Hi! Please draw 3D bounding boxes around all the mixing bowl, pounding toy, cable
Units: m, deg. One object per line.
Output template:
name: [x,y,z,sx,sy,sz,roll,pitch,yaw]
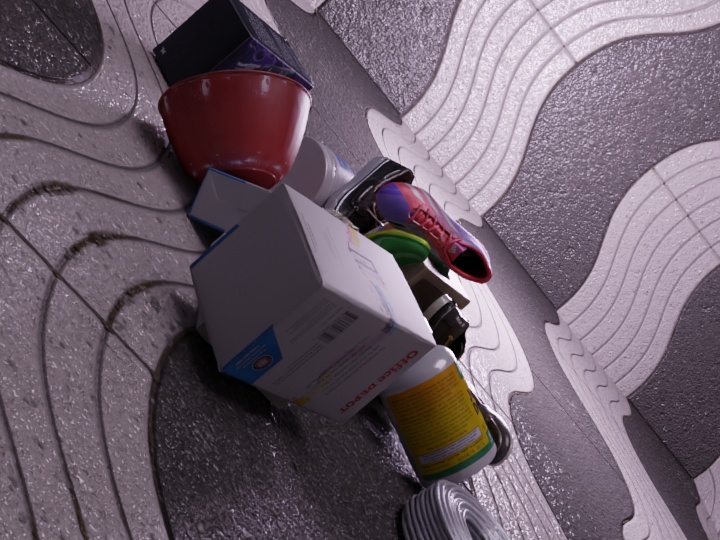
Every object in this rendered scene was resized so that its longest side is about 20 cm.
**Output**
mixing bowl: [-0.157,-0.162,1.558,0.200,0.197,0.110,29,53,-60]
pounding toy: [0.063,0.007,1.795,0.184,0.199,0.143,33,22,-55]
cable: [0.129,0.344,1.447,0.201,0.069,0.200,53,13,-2]

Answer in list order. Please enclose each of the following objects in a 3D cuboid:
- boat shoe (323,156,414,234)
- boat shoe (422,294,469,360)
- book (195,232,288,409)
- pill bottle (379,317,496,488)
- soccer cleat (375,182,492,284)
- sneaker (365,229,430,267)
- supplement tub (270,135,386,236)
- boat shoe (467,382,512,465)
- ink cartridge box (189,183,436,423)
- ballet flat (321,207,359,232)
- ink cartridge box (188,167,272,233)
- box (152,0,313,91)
boat shoe: [0.008,-0.091,1.738,0.070,0.201,0.073,13,-38,33]
boat shoe: [0.119,0.105,1.763,0.061,0.072,0.202,44,-16,18]
book: [-0.125,0.052,1.384,0.134,0.048,0.201,45,18,-22]
pill bottle: [0.088,0.168,1.581,0.202,0.111,0.113,65,12,-4]
soccer cleat: [0.105,-0.051,1.681,0.199,0.067,0.077,38,7,-25]
sneaker: [0.000,0.000,1.658,0.074,0.196,0.085,70,8,-68]
supplement tub: [-0.054,-0.103,1.824,0.200,0.131,0.133,35,22,-56]
boat shoe: [0.146,0.202,1.701,0.057,0.067,0.200,33,10,-27]
ink cartridge box: [-0.049,0.040,1.286,0.199,0.147,0.146,31,26,-46]
ballet flat: [-0.061,-0.026,1.435,0.063,0.077,0.200,20,29,22]
ink cartridge box: [-0.110,-0.054,1.539,0.115,0.069,0.200,23,-3,29]
box: [-0.188,-0.302,1.835,0.105,0.147,0.199,59,16,26]
